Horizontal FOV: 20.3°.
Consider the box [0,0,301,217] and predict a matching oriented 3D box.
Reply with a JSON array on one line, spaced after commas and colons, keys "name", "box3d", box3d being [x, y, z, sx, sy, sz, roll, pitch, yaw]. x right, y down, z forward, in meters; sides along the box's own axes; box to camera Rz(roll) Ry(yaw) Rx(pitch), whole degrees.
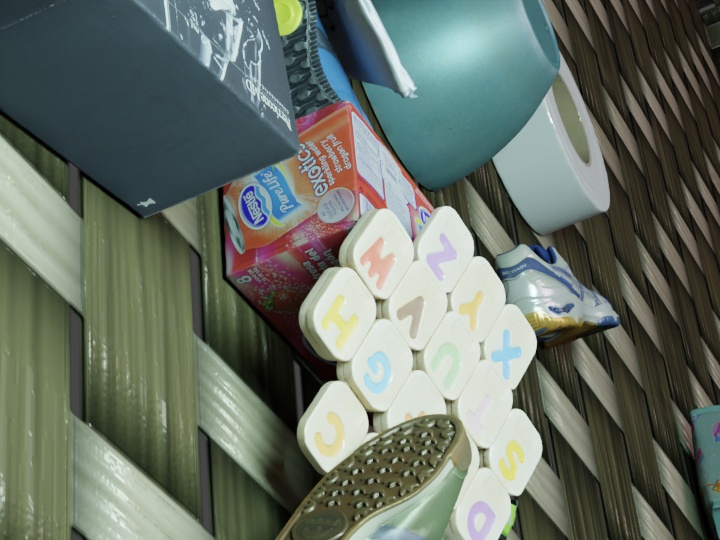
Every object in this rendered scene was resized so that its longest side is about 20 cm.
[{"name": "box", "box3d": [-0.130, -0.158, 1.046, 0.200, 0.103, 0.183, 39, 36, -57]}]

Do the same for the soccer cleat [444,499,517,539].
[{"name": "soccer cleat", "box3d": [0.061, 0.179, 1.268, 0.068, 0.081, 0.201, 47, 28, -49]}]

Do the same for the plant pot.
[{"name": "plant pot", "box3d": [0.087, -0.183, 1.663, 0.201, 0.134, 0.201, 56, 22, -37]}]

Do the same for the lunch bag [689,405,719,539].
[{"name": "lunch bag", "box3d": [0.450, 0.268, 2.260, 0.171, 0.121, 0.201, -90, 161, -53]}]

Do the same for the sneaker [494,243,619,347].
[{"name": "sneaker", "box3d": [0.177, 0.018, 1.801, 0.200, 0.075, 0.089, 14, 56, -70]}]

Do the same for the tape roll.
[{"name": "tape roll", "box3d": [0.177, -0.141, 1.988, 0.203, 0.070, 0.203, 55, 23, -38]}]

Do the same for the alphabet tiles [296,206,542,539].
[{"name": "alphabet tiles", "box3d": [0.040, 0.067, 1.167, 0.201, 0.015, 0.196, 56, 49, -26]}]

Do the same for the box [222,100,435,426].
[{"name": "box", "box3d": [0.000, 0.000, 1.263, 0.200, 0.095, 0.100, 48, 28, -47]}]

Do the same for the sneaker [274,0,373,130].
[{"name": "sneaker", "box3d": [-0.045, -0.133, 1.355, 0.078, 0.066, 0.201, -148, -147, -86]}]

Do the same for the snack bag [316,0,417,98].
[{"name": "snack bag", "box3d": [-0.039, -0.207, 1.365, 0.201, 0.021, 0.188, 62, -11, -16]}]

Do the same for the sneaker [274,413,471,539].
[{"name": "sneaker", "box3d": [0.001, 0.166, 1.067, 0.200, 0.067, 0.090, -44, 125, -43]}]
